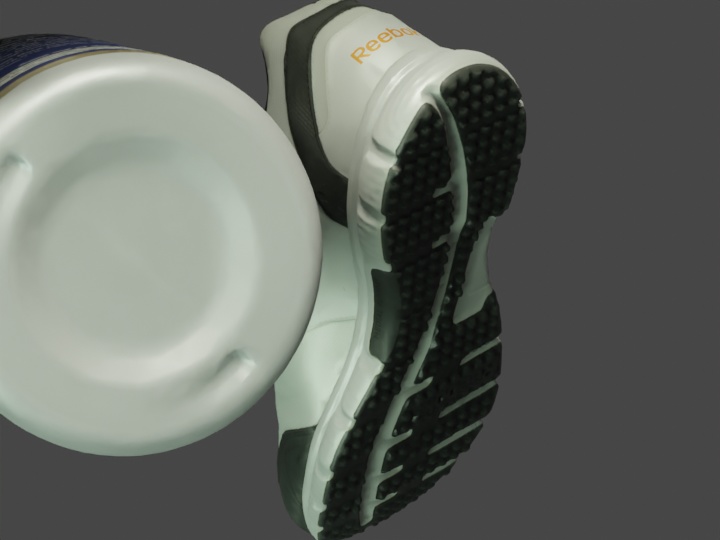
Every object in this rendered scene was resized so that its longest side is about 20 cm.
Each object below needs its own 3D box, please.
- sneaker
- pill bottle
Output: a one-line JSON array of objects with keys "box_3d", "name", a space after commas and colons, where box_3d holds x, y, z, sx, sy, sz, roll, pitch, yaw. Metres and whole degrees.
[{"box_3d": [0.000, 0.000, 0.857, 0.080, 0.074, 0.201, 38, 135, 32], "name": "sneaker"}, {"box_3d": [-0.089, -0.015, 0.822, 0.111, 0.111, 0.200, 60, 169, -15], "name": "pill bottle"}]
